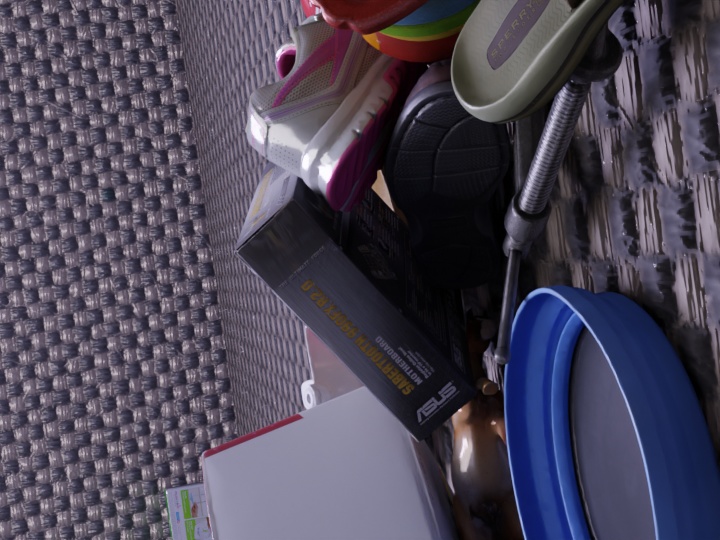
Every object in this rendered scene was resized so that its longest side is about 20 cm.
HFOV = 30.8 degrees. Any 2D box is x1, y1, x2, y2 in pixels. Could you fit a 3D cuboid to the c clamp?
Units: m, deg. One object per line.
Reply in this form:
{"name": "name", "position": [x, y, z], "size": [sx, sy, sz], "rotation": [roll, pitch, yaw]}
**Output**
{"name": "c clamp", "position": [0.094, -0.079, 0.627], "size": [0.201, 0.027, 0.172], "rotation": [99, 177, -54]}

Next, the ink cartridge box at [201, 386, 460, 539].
{"name": "ink cartridge box", "position": [0.003, 0.205, 0.894], "size": [0.201, 0.144, 0.145], "rotation": [63, -173, -47]}

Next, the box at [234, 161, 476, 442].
{"name": "box", "position": [0.000, 0.000, 0.823], "size": [0.158, 0.048, 0.200], "rotation": [45, -167, -13]}

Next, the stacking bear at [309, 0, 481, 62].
{"name": "stacking bear", "position": [0.026, -0.160, 0.644], "size": [0.122, 0.113, 0.200], "rotation": [59, -175, 11]}

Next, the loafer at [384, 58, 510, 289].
{"name": "loafer", "position": [0.052, -0.063, 0.772], "size": [0.201, 0.071, 0.064], "rotation": [80, -171, -58]}

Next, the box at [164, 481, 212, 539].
{"name": "box", "position": [-0.313, 0.545, 2.754], "size": [0.097, 0.175, 0.202], "rotation": [145, 116, -77]}

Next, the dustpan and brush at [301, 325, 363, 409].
{"name": "dustpan and brush", "position": [-0.026, 0.096, 1.023], "size": [0.200, 0.057, 0.141], "rotation": [149, 112, -79]}

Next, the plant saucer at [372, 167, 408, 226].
{"name": "plant saucer", "position": [0.028, -0.004, 1.036], "size": [0.200, 0.035, 0.202], "rotation": [172, 90, -79]}

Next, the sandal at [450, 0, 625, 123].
{"name": "sandal", "position": [0.083, -0.142, 0.513], "size": [0.202, 0.057, 0.080], "rotation": [-59, 32, 33]}

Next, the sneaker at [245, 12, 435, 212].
{"name": "sneaker", "position": [-0.001, -0.127, 0.775], "size": [0.200, 0.088, 0.082], "rotation": [-53, -17, -40]}

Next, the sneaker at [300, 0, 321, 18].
{"name": "sneaker", "position": [-0.007, -0.212, 0.973], "size": [0.200, 0.071, 0.114], "rotation": [114, 143, -73]}

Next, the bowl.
{"name": "bowl", "position": [0.122, 0.106, 0.646], "size": [0.201, 0.039, 0.203], "rotation": [171, 90, -78]}

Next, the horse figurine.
{"name": "horse figurine", "position": [0.085, 0.131, 0.814], "size": [0.133, 0.049, 0.202], "rotation": [-154, 55, -80]}
